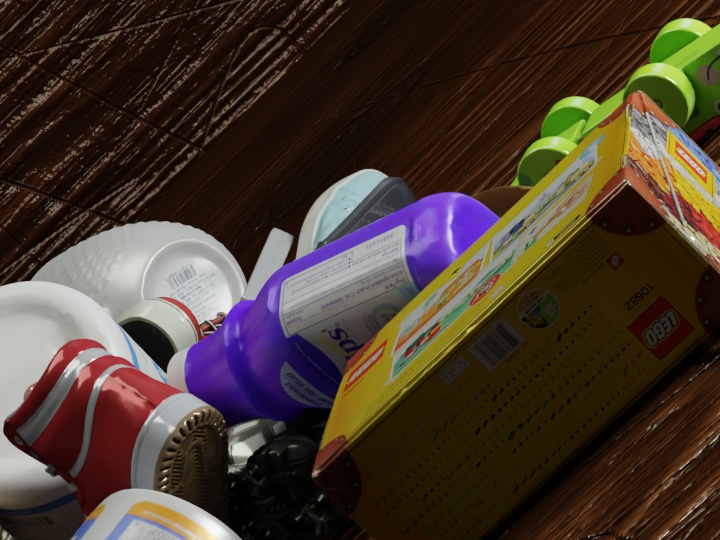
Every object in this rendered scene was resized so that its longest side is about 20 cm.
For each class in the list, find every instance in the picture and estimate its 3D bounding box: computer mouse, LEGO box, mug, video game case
[{"bbox_3d":[-0.013,0.015,1.693,0.139,0.053,0.200,-51,-2,35],"label":"computer mouse"},{"bbox_3d":[0.078,0.029,1.353,0.200,0.077,0.149,-44,9,18],"label":"LEGO box"},{"bbox_3d":[-0.183,0.043,2.253,0.199,0.149,0.175,-17,-3,-31],"label":"mug"},{"bbox_3d":[-0.099,0.081,1.953,0.143,0.018,0.201,-72,7,-71],"label":"video game case"}]

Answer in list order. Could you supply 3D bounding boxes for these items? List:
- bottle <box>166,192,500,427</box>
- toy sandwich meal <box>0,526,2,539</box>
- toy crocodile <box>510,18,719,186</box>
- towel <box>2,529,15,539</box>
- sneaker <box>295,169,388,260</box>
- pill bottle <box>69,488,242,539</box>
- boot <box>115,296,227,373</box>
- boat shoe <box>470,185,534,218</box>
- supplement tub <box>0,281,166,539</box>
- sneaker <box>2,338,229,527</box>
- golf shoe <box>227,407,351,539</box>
[{"bbox_3d":[-0.010,0.028,1.508,0.199,0.083,0.066,-25,45,32],"label":"bottle"},{"bbox_3d":[-0.222,0.214,1.621,0.070,0.207,0.205,-6,5,-8],"label":"toy sandwich meal"},{"bbox_3d":[0.147,-0.075,1.602,0.200,0.062,0.068,-35,12,32],"label":"toy crocodile"},{"bbox_3d":[-0.189,0.157,1.896,0.201,0.034,0.133,-60,-25,-26],"label":"towel"},{"bbox_3d":[0.000,0.000,1.925,0.082,0.074,0.201,-32,26,41],"label":"sneaker"},{"bbox_3d":[-0.132,0.209,1.424,0.200,0.112,0.112,-52,10,-34],"label":"pill bottle"},{"bbox_3d":[-0.117,0.052,2.086,0.144,0.072,0.200,-42,-14,-31],"label":"boot"},{"bbox_3d":[0.065,0.006,1.565,0.070,0.071,0.200,-1,-16,-37],"label":"boat shoe"},{"bbox_3d":[-0.163,0.100,1.725,0.132,0.132,0.200,-46,-27,-5],"label":"supplement tub"},{"bbox_3d":[-0.129,0.122,1.566,0.071,0.112,0.201,-35,-35,-39],"label":"sneaker"},{"bbox_3d":[-0.038,0.105,1.616,0.094,0.078,0.200,-44,16,-28],"label":"golf shoe"}]
